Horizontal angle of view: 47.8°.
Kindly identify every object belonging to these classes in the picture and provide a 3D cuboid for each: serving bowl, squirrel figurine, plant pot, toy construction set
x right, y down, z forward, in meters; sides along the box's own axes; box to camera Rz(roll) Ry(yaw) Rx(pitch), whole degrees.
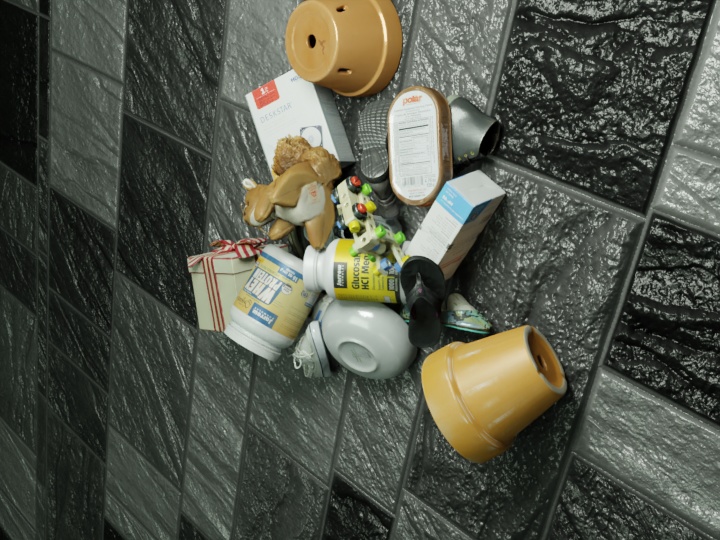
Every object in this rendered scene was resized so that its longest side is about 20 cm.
[{"bbox_3d":[0.007,0.142,1.560,0.198,0.066,0.202,18,138,17],"label":"serving bowl"},{"bbox_3d":[-0.133,-0.150,1.515,0.186,0.141,0.202,0,59,51],"label":"squirrel figurine"},{"bbox_3d":[0.232,0.188,1.349,0.182,0.199,0.202,-34,77,27],"label":"plant pot"},{"bbox_3d":[-0.042,-0.415,1.470,0.199,0.139,0.203,13,109,41],"label":"plant pot"},{"bbox_3d":[0.010,-0.085,1.396,0.092,0.131,0.201,-47,42,16],"label":"toy construction set"}]

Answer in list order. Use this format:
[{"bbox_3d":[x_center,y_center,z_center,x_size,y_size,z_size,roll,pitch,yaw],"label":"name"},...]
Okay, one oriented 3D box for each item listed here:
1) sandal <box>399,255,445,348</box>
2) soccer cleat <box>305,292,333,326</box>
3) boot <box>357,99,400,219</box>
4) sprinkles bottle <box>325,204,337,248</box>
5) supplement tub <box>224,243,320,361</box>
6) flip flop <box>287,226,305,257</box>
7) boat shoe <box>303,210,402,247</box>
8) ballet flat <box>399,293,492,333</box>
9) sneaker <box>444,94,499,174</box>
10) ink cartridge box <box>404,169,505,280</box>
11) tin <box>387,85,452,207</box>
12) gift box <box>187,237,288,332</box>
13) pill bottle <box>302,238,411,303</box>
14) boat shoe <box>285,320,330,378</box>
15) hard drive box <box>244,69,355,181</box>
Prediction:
[{"bbox_3d":[0.110,0.062,1.381,0.074,0.048,0.202,-6,128,5],"label":"sandal"},{"bbox_3d":[-0.052,0.079,1.653,0.199,0.070,0.087,-23,103,46],"label":"soccer cleat"},{"bbox_3d":[0.040,-0.202,1.485,0.069,0.202,0.132,-2,146,16],"label":"boot"},{"bbox_3d":[-0.054,-0.056,1.627,0.068,0.068,0.203,-16,91,44],"label":"sprinkles bottle"},{"bbox_3d":[-0.172,0.065,1.630,0.144,0.144,0.202,27,87,35],"label":"supplement tub"},{"bbox_3d":[-0.132,-0.128,1.685,0.057,0.081,0.203,-13,83,10],"label":"flip flop"},{"bbox_3d":[-0.022,-0.079,1.543,0.198,0.071,0.071,2,93,19],"label":"boat shoe"},{"bbox_3d":[0.151,0.070,1.469,0.198,0.074,0.075,5,105,40],"label":"ballet flat"},{"bbox_3d":[0.158,-0.185,1.382,0.106,0.074,0.202,38,124,34],"label":"sneaker"},{"bbox_3d":[0.151,-0.065,1.391,0.067,0.115,0.201,43,127,18],"label":"ink cartridge box"},{"bbox_3d":[0.099,-0.208,1.366,0.111,0.042,0.203,-2,91,33],"label":"tin"},{"bbox_3d":[-0.264,0.027,1.765,0.183,0.199,0.190,-1,99,38],"label":"gift box"},{"bbox_3d":[0.000,0.000,1.483,0.197,0.112,0.114,2,105,12],"label":"pill bottle"},{"bbox_3d":[-0.111,0.168,1.667,0.203,0.085,0.075,87,172,-63],"label":"boat shoe"},{"bbox_3d":[-0.119,-0.278,1.596,0.154,0.077,0.202,-22,86,27],"label":"hard drive box"}]
